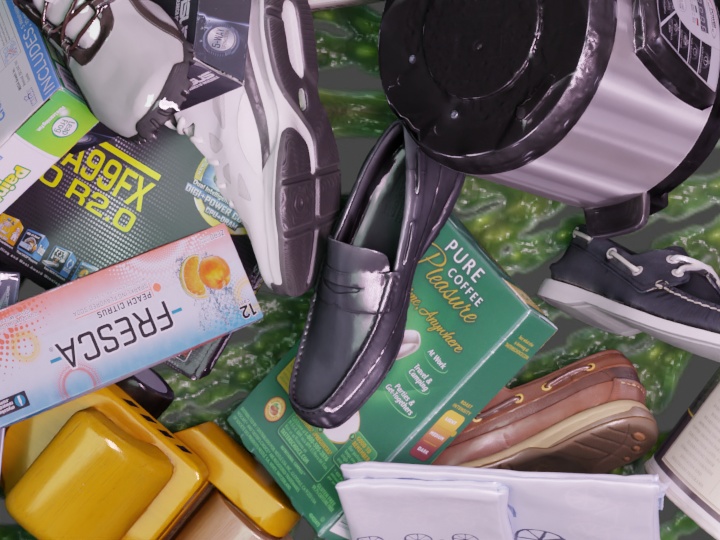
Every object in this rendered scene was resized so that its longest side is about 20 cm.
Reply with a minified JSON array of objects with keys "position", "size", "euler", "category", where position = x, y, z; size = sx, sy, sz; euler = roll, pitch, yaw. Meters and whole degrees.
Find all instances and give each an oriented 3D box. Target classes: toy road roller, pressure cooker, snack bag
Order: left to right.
[{"position":[-0.145,0.150,1.731],"size":[0.200,0.146,0.123],"euler":[41,98,4],"category":"toy road roller"},{"position":[0.093,0.172,1.686],"size":[0.200,0.189,0.021],"euler":[2,59,8],"category":"snack bag"},{"position":[0.131,-0.130,1.655],"size":[0.179,0.200,0.176],"euler":[42,107,38],"category":"pressure cooker"}]

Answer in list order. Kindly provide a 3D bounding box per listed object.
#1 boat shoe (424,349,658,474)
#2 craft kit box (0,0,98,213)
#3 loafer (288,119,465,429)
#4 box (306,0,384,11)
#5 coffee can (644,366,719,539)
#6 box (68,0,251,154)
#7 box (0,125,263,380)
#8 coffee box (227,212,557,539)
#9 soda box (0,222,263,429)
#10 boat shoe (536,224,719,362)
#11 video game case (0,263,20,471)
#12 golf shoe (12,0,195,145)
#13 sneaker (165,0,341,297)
[{"position":[0.092,0.108,1.741],"size":[0.200,0.072,0.068],"euler":[-21,57,17],"category":"boat shoe"},{"position":[-0.264,-0.102,1.700],"size":[0.197,0.049,0.200],"euler":[-39,45,15],"category":"craft kit box"},{"position":[0.000,0.000,1.694],"size":[0.068,0.070,0.201],"euler":[17,80,38],"category":"loafer"},{"position":[-0.034,-0.267,1.731],"size":[0.082,0.068,0.200],"euler":[-7,93,10],"category":"box"},{"position":[0.290,0.084,1.663],"size":[0.146,0.146,0.200],"euler":[37,98,5],"category":"coffee can"},{"position":[-0.132,-0.187,1.683],"size":[0.160,0.043,0.200],"euler":[-18,58,42],"category":"box"},{"position":[-0.147,-0.047,1.772],"size":[0.200,0.044,0.160],"euler":[32,97,5],"category":"box"},{"position":[0.019,0.066,1.727],"size":[0.200,0.044,0.123],"euler":[-48,52,7],"category":"coffee box"},{"position":[-0.163,0.037,1.670],"size":[0.200,0.064,0.069],"euler":[-22,90,-31],"category":"soda box"},{"position":[0.182,0.012,1.664],"size":[0.076,0.200,0.060],"euler":[28,85,-37],"category":"boat shoe"},{"position":[-0.250,0.092,1.751],"size":[0.019,0.143,0.200],"euler":[6,94,-19],"category":"video game case"},{"position":[-0.166,-0.149,1.593],"size":[0.078,0.094,0.200],"euler":[-50,43,16],"category":"golf shoe"},{"position":[-0.082,-0.083,1.716],"size":[0.115,0.076,0.201],"euler":[-1,100,29],"category":"sneaker"}]
